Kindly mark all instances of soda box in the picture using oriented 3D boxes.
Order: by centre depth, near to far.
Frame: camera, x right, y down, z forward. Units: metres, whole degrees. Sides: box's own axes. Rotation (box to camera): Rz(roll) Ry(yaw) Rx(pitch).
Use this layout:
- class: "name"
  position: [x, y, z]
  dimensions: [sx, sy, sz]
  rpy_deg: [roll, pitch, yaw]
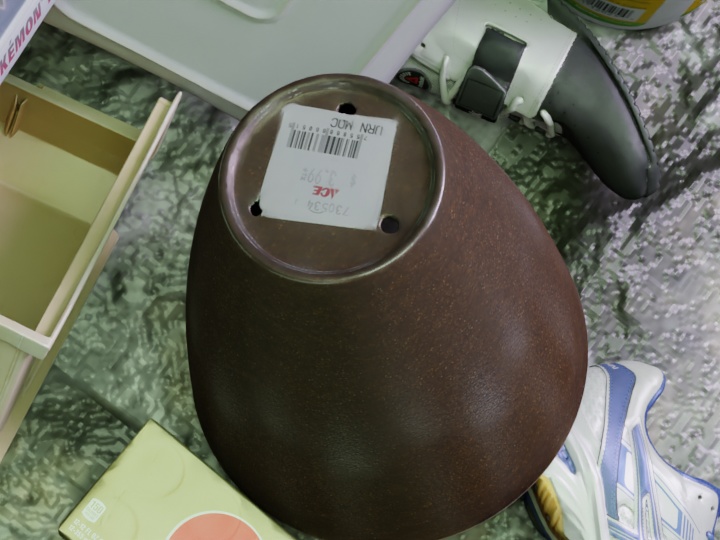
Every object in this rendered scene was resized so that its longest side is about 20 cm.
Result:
- class: "soda box"
  position: [-0.042, 0.158, 1.228]
  dimensions: [0.200, 0.064, 0.068]
  rpy_deg: [40, 80, 1]

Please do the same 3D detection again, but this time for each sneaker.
- class: "sneaker"
  position: [0.138, 0.137, 1.245]
  dimensions: [0.088, 0.075, 0.201]
  rpy_deg: [-21, 85, -9]
- class: "sneaker"
  position: [0.059, -0.099, 1.274]
  dimensions: [0.088, 0.074, 0.200]
  rpy_deg: [-37, 77, -10]

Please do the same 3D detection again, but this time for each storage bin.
- class: "storage bin"
  position: [-0.204, -0.042, 1.179]
  dimensions: [0.199, 0.094, 0.199]
  rpy_deg: [25, 42, -2]

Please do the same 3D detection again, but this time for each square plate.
- class: "square plate"
  position: [-0.049, -0.143, 1.171]
  dimensions: [0.198, 0.200, 0.029]
  rpy_deg: [26, 40, -20]

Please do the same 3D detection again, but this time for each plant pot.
- class: "plant pot"
  position: [0.000, 0.000, 1.161]
  dimensions: [0.186, 0.200, 0.188]
  rpy_deg: [-3, 66, 7]

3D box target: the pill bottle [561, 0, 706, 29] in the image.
- class: "pill bottle"
  position: [0.141, -0.185, 1.227]
  dimensions: [0.111, 0.200, 0.112]
  rpy_deg: [1, 82, -6]

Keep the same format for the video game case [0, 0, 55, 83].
- class: "video game case"
  position: [-0.242, -0.099, 1.111]
  dimensions: [0.199, 0.023, 0.182]
  rpy_deg: [11, 40, 11]
